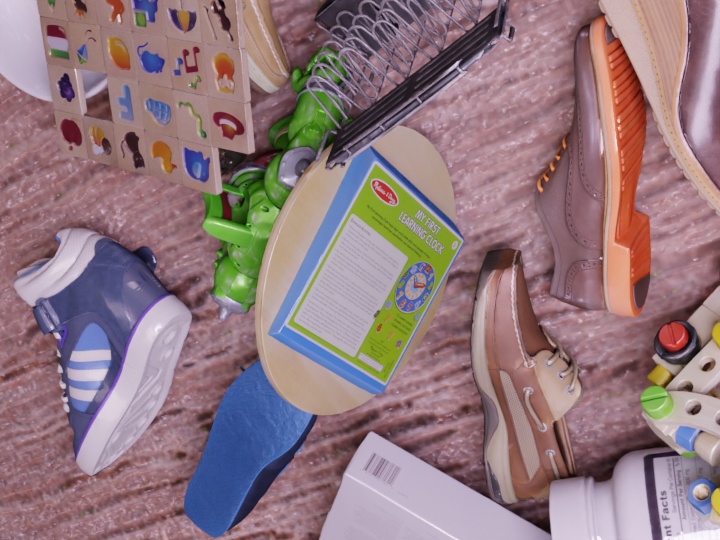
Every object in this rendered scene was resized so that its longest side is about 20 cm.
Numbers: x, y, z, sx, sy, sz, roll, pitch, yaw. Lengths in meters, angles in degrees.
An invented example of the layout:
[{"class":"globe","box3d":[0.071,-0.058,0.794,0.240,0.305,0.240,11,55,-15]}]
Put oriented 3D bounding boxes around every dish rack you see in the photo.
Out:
[{"class":"dish rack","box3d":[0.029,-0.150,0.710,0.153,0.200,0.055,-36,113,30]}]

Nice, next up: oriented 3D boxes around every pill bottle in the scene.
[{"class":"pill bottle","box3d":[0.232,0.172,0.788,0.199,0.111,0.112,-9,108,16]}]

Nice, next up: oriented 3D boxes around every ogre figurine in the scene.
[{"class":"ogre figurine","box3d":[-0.063,-0.046,0.823,0.098,0.120,0.200,40,119,-22]}]

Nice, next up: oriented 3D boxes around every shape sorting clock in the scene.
[{"class":"shape sorting clock","box3d":[0.000,0.000,0.784,0.039,0.199,0.201,25,121,37]}]

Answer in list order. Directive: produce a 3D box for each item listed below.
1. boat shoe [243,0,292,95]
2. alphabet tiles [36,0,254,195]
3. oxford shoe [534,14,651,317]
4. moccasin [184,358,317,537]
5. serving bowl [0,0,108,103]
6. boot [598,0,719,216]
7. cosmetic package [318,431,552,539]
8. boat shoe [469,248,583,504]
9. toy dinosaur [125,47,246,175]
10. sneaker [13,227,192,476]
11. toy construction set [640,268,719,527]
[{"class":"boat shoe","box3d":[-0.087,-0.219,0.799,0.076,0.072,0.201,-26,112,4]},{"class":"alphabet tiles","box3d":[-0.146,-0.141,0.770,0.199,0.008,0.168,16,120,36]},{"class":"oxford shoe","box3d":[0.146,-0.065,0.767,0.072,0.071,0.201,5,111,29]},{"class":"moccasin","box3d":[-0.082,0.126,0.942,0.080,0.068,0.200,43,119,10]},{"class":"serving bowl","box3d":[-0.213,-0.226,0.838,0.199,0.066,0.201,17,122,30]},{"class":"boot","box3d":[0.250,-0.135,0.693,0.166,0.072,0.201,-26,103,26]},{"class":"cosmetic package","box3d":[0.066,0.229,0.907,0.199,0.052,0.151,29,136,9]},{"class":"boat shoe","box3d":[0.123,0.078,0.838,0.073,0.076,0.201,0,119,17]},{"class":"toy dinosaur","box3d":[-0.113,-0.131,0.816,0.088,0.048,0.200,36,162,5]},{"class":"sneaker","box3d":[-0.230,0.058,0.973,0.146,0.080,0.201,38,124,14]},{"class":"toy construction set","box3d":[0.257,0.064,0.730,0.131,0.199,0.092,43,164,48]}]
